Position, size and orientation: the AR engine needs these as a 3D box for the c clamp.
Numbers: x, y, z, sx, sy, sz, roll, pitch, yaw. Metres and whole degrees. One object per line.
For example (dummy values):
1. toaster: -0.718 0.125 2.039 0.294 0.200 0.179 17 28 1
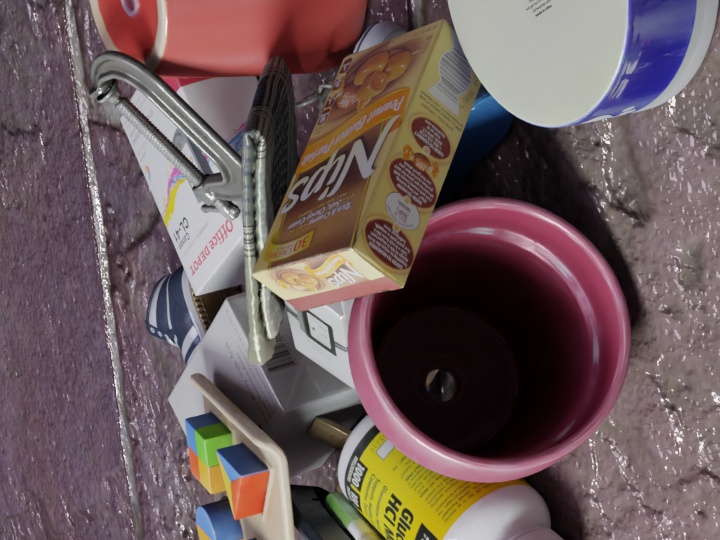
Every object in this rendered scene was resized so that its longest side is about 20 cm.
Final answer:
1. c clamp: -0.161 -0.109 1.562 0.200 0.027 0.171 47 161 -25

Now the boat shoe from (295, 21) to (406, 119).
1. boat shoe: -0.012 -0.128 1.530 0.086 0.075 0.202 33 139 26

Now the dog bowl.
1. dog bowl: 0.143 -0.198 1.245 0.200 0.079 0.200 31 129 48

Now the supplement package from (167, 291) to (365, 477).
1. supplement package: -0.077 0.107 1.705 0.121 0.120 0.200 61 147 19

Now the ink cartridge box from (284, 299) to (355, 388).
1. ink cartridge box: 0.000 0.000 1.451 0.068 0.116 0.200 35 162 16

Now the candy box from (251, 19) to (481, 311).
1. candy box: 0.008 -0.074 1.322 0.055 0.200 0.115 38 149 -28

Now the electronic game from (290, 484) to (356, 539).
1. electronic game: 0.006 0.258 1.615 0.200 0.042 0.200 44 -177 -2

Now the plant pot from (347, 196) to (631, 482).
1. plant pot: 0.080 0.064 1.382 0.179 0.200 0.200 126 124 -72

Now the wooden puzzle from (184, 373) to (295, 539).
1. wooden puzzle: -0.105 0.207 1.612 0.185 0.046 0.200 33 136 60

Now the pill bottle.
1. pill bottle: 0.079 0.196 1.498 0.200 0.112 0.113 41 136 41

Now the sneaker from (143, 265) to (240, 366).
1. sneaker: -0.159 0.089 1.876 0.108 0.070 0.200 -14 85 55

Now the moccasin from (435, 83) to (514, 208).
1. moccasin: 0.053 -0.106 1.436 0.200 0.080 0.068 -47 59 54

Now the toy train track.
1. toy train track: 0.028 0.125 1.617 0.115 0.033 0.200 28 130 -2

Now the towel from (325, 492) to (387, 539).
1. towel: 0.066 0.264 1.555 0.031 0.149 0.200 -48 49 4

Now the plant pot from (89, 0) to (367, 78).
1. plant pot: -0.120 -0.245 1.555 0.200 0.177 0.201 33 131 48

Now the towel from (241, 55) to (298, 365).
1. towel: -0.068 -0.049 1.479 0.193 0.035 0.200 -84 -6 -67

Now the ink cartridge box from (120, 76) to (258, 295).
1. ink cartridge box: -0.135 -0.099 1.738 0.148 0.086 0.200 -47 63 55
